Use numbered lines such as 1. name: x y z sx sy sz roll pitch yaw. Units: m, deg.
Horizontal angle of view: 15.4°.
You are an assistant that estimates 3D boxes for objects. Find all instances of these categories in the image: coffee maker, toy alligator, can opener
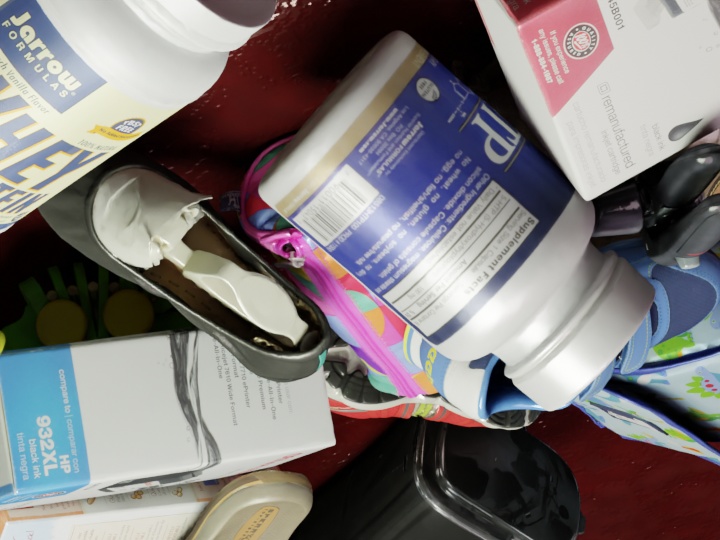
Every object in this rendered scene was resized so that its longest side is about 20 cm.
1. coffee maker: 0.021 0.178 1.802 0.192 0.135 0.200 12 139 -33
2. toy alligator: -0.133 0.017 1.583 0.200 0.054 0.059 -9 173 -8
3. can opener: 0.177 -0.032 1.464 0.079 0.063 0.200 -22 180 -9

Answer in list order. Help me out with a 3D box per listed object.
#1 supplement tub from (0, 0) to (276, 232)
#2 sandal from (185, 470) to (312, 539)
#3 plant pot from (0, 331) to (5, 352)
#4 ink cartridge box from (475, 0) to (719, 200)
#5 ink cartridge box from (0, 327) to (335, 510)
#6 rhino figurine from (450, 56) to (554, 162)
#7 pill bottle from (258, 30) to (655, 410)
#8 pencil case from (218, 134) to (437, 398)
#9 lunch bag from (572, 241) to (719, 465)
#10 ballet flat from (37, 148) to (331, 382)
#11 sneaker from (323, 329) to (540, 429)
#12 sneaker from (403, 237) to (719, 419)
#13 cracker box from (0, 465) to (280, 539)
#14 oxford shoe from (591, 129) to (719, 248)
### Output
1. supplement tub: -0.155 -0.119 1.291 0.200 0.145 0.145 -32 143 25
2. sandal: -0.086 0.200 1.665 0.080 0.054 0.200 3 139 -35
3. plant pot: -0.310 0.006 1.385 0.199 0.182 0.200 21 134 -42
4. ink cartridge box: 0.168 -0.149 1.373 0.200 0.085 0.146 -30 137 -3
5. ink cartridge box: -0.135 0.086 1.559 0.200 0.084 0.145 -7 172 -25
6. rhino figurine: 0.097 -0.104 1.485 0.087 0.060 0.200 -9 141 -7
7. pill bottle: 0.055 -0.022 1.428 0.200 0.120 0.120 41 128 -6
8. pencil case: 0.000 0.000 1.562 0.088 0.088 0.200 -25 138 16
9. lunch bag: 0.214 0.050 1.708 0.200 0.128 0.170 -18 150 28
10. ballet flat: -0.093 -0.012 1.477 0.200 0.068 0.068 35 165 -13
11. sneaker: 0.030 0.064 1.717 0.200 0.077 0.085 11 162 -36
12. sneaker: 0.129 0.040 1.555 0.200 0.082 0.074 -16 129 -14
13. cracker box: -0.158 0.176 1.688 0.200 0.058 0.134 -3 135 -31
14. oxford shoe: 0.178 -0.059 1.584 0.075 0.071 0.200 19 127 -26
